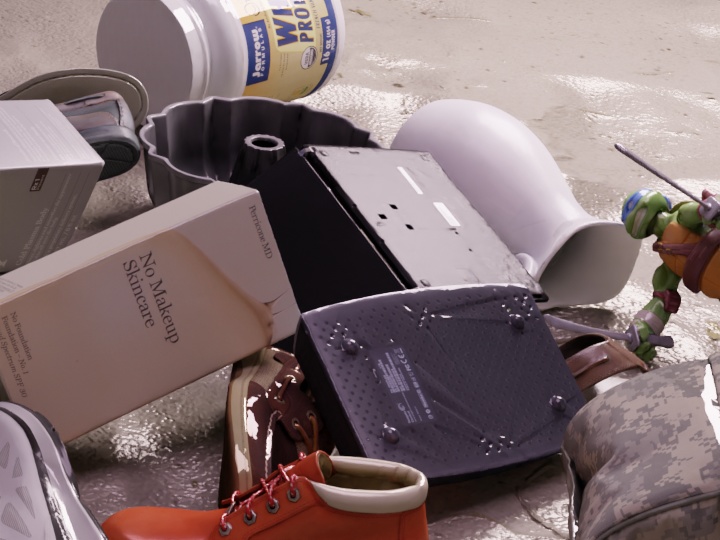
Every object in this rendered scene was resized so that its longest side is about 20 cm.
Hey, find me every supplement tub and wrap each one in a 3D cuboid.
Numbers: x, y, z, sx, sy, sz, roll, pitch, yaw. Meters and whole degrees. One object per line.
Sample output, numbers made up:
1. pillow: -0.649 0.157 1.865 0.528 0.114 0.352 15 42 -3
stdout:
1. supplement tub: -0.125 -0.209 1.801 0.144 0.145 0.200 25 31 33

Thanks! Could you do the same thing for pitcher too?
1. pitcher: 0.095 -0.045 1.561 0.171 0.122 0.200 -15 45 -40

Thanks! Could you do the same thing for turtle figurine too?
1. turtle figurine: 0.250 0.018 1.440 0.194 0.144 0.200 31 10 18

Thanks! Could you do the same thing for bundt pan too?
1. bundt pan: -0.080 -0.069 1.602 0.201 0.076 0.202 5 25 -3

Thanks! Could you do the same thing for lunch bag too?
1. lunch bag: 0.203 0.139 1.182 0.167 0.140 0.200 -7 21 8

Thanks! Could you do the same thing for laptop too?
1. laptop: 0.000 0.000 1.449 0.199 0.104 0.177 0 41 -40

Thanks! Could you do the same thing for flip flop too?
1. flip flop: 0.149 0.070 1.399 0.199 0.058 0.081 16 27 17

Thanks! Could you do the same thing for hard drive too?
1. hard drive: 0.054 0.077 1.305 0.199 0.042 0.135 -7 62 -39

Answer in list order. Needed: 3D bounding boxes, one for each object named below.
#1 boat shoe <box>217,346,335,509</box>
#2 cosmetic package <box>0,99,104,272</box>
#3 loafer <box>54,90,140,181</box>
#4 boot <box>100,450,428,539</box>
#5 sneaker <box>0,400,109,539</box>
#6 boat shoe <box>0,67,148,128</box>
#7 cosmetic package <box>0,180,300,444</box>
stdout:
1. boat shoe: -0.050 0.102 1.267 0.072 0.072 0.200 5 19 -2
2. cosmetic package: -0.297 -0.058 1.434 0.200 0.107 0.090 -12 50 -48
3. loafer: -0.274 -0.094 1.566 0.199 0.072 0.063 -10 58 -5
4. boot: -0.056 0.144 1.136 0.199 0.108 0.075 6 27 -1
5. sneaker: -0.220 0.141 1.127 0.115 0.076 0.201 -5 31 -29
6. boat shoe: -0.268 -0.114 1.621 0.199 0.075 0.066 -24 9 -1
7. cosmetic package: -0.148 0.028 1.277 0.199 0.104 0.073 -26 17 -21
